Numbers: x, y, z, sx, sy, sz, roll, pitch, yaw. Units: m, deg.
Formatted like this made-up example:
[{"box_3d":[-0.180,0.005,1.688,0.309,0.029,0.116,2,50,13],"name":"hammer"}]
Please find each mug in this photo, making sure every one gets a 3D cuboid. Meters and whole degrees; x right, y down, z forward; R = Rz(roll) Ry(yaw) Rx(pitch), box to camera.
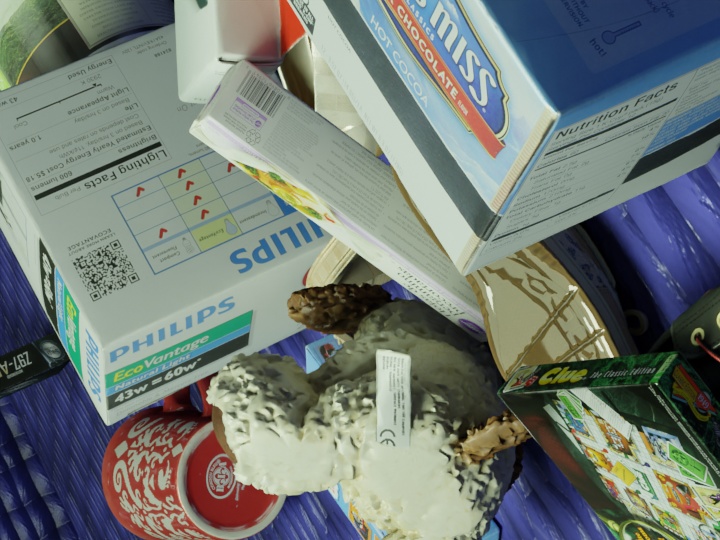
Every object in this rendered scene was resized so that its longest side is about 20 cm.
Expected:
[{"box_3d":[-0.160,0.172,1.527,0.179,0.133,0.200,65,157,-6],"name":"mug"}]

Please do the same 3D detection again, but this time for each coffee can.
[{"box_3d":[-0.215,-0.185,1.229,0.200,0.146,0.147,54,157,27],"name":"coffee can"}]

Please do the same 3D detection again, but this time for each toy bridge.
[{"box_3d":[0.000,0.000,1.016,0.027,0.067,0.200,56,159,22],"name":"toy bridge"}]

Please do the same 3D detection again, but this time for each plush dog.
[{"box_3d":[0.032,0.078,0.913,0.200,0.160,0.172,49,-160,-15],"name":"plush dog"}]

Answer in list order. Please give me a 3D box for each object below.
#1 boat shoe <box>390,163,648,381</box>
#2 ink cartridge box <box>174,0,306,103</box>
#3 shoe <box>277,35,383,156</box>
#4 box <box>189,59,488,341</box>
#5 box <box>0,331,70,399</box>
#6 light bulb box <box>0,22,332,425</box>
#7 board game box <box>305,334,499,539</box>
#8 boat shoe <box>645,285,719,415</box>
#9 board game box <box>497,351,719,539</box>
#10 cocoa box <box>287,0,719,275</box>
[{"box_3d":[0.092,0.000,0.814,0.073,0.062,0.201,-35,82,43],"name":"boat shoe"},{"box_3d":[-0.063,-0.205,0.870,0.173,0.043,0.202,154,114,-71],"name":"ink cartridge box"},{"box_3d":[-0.026,-0.144,0.935,0.070,0.053,0.201,37,146,52],"name":"shoe"},{"box_3d":[0.003,-0.034,0.865,0.199,0.042,0.039,35,163,-14],"name":"box"},{"box_3d":[-0.500,0.151,2.246,0.044,0.199,0.160,65,159,3],"name":"box"},{"box_3d":[-0.128,-0.040,1.100,0.201,0.197,0.125,58,161,21],"name":"light bulb box"},{"box_3d":[0.026,0.161,1.178,0.200,0.036,0.152,50,155,34],"name":"board game box"},{"box_3d":[0.162,0.038,0.665,0.074,0.063,0.202,60,158,16],"name":"boat shoe"},{"box_3d":[0.152,0.115,0.706,0.200,0.023,0.104,50,149,-18],"name":"board game box"},{"box_3d":[0.056,-0.128,0.631,0.201,0.133,0.131,59,158,16],"name":"cocoa box"}]
